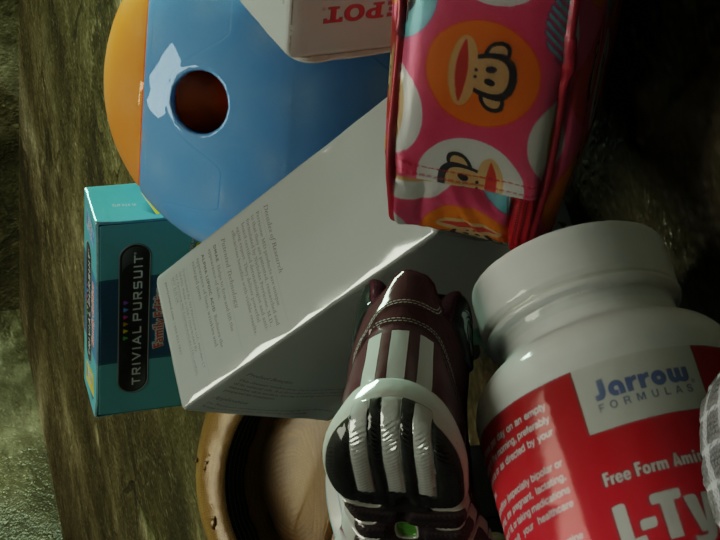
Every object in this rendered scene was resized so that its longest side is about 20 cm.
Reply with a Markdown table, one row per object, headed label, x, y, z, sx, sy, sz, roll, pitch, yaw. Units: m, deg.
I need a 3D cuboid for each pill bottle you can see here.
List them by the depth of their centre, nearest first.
| label | x | y | z | sx | sy | sz | roll | pitch | yaw |
| --- | --- | --- | --- | --- | --- | --- | --- | --- | --- |
| pill bottle | 0.109 | 0.088 | 0.613 | 0.113 | 0.111 | 0.202 | 115 | 144 | -58 |

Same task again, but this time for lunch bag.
| label | x | y | z | sx | sy | sz | roll | pitch | yaw |
| --- | --- | --- | --- | --- | --- | --- | --- | --- | --- |
| lunch bag | 0.070 | -0.126 | 0.656 | 0.177 | 0.081 | 0.202 | -61 | -19 | -55 |

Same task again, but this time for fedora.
| label | x | y | z | sx | sy | sz | roll | pitch | yaw |
| --- | --- | --- | --- | --- | --- | --- | --- | --- | --- |
| fedora | -0.021 | 0.136 | 1.031 | 0.199 | 0.081 | 0.204 | 4 | 96 | 39 |

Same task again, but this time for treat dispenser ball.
| label | x | y | z | sx | sy | sz | roll | pitch | yaw |
| --- | --- | --- | --- | --- | --- | --- | --- | --- | --- |
| treat dispenser ball | -0.046 | -0.106 | 0.891 | 0.201 | 0.198 | 0.204 | 174 | 90 | -72 |

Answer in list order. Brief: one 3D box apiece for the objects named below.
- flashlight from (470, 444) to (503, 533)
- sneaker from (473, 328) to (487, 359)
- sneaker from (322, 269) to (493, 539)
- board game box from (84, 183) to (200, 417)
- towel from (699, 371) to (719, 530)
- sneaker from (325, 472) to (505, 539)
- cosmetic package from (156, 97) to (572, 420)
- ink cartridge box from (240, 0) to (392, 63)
| label | x | y | z | sx | sy | sz | roll | pitch | yaw |
| --- | --- | --- | --- | --- | --- | --- | --- | --- | --- |
| flashlight | 0.064 | 0.200 | 0.874 | 0.067 | 0.068 | 0.203 | -9 | 81 | 28 |
| sneaker | 0.004 | 0.028 | 0.923 | 0.200 | 0.091 | 0.078 | 15 | 134 | 64 |
| sneaker | 0.028 | 0.073 | 0.692 | 0.201 | 0.075 | 0.117 | 89 | -172 | -55 |
| board game box | -0.081 | 0.012 | 1.042 | 0.047 | 0.197 | 0.152 | -119 | 30 | -51 |
| towel | 0.177 | 0.088 | 0.447 | 0.166 | 0.084 | 0.202 | 116 | 144 | -60 |
| sneaker | 0.065 | 0.142 | 0.775 | 0.130 | 0.079 | 0.202 | -43 | 64 | 37 |
| cosmetic package | 0.000 | 0.000 | 0.801 | 0.199 | 0.112 | 0.082 | -35 | 60 | 35 |
| ink cartridge box | 0.022 | -0.211 | 0.727 | 0.086 | 0.146 | 0.202 | 52 | 143 | 46 |
